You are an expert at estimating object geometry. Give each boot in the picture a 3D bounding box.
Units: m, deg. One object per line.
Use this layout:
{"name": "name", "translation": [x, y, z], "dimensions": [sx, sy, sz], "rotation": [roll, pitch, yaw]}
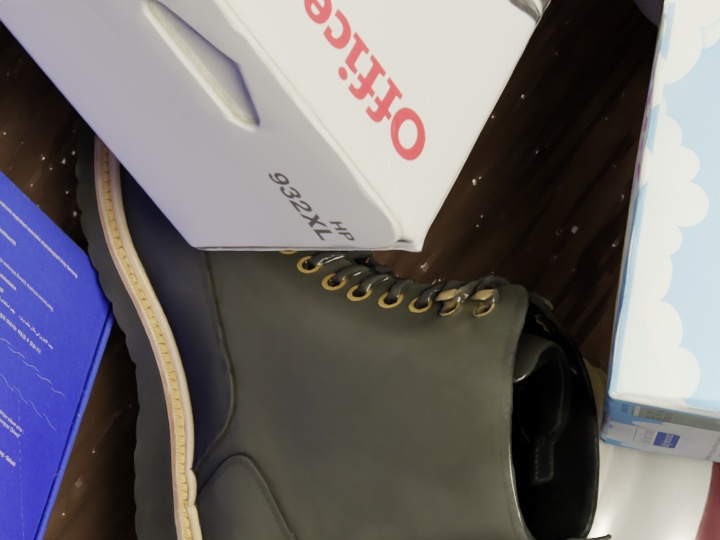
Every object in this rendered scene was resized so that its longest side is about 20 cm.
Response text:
{"name": "boot", "translation": [0.000, 0.000, 0.761], "dimensions": [0.077, 0.138, 0.201], "rotation": [2, 72, -48]}

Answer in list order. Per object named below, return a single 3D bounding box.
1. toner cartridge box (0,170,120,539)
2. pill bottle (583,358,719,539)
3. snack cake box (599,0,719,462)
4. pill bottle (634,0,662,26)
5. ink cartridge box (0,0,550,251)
{"name": "toner cartridge box", "translation": [-0.145, -0.009, 0.717], "dimensions": [0.200, 0.043, 0.095], "rotation": [48, 45, -41]}
{"name": "pill bottle", "translation": [0.103, 0.103, 0.823], "dimensions": [0.199, 0.114, 0.115], "rotation": [29, 79, -16]}
{"name": "snack cake box", "translation": [0.108, -0.054, 0.718], "dimensions": [0.067, 0.115, 0.201], "rotation": [8, 82, 6]}
{"name": "pill bottle", "translation": [0.190, -0.068, 0.860], "dimensions": [0.200, 0.113, 0.113], "rotation": [37, 77, -14]}
{"name": "ink cartridge box", "translation": [-0.010, -0.125, 0.715], "dimensions": [0.145, 0.083, 0.201], "rotation": [51, 55, -34]}
